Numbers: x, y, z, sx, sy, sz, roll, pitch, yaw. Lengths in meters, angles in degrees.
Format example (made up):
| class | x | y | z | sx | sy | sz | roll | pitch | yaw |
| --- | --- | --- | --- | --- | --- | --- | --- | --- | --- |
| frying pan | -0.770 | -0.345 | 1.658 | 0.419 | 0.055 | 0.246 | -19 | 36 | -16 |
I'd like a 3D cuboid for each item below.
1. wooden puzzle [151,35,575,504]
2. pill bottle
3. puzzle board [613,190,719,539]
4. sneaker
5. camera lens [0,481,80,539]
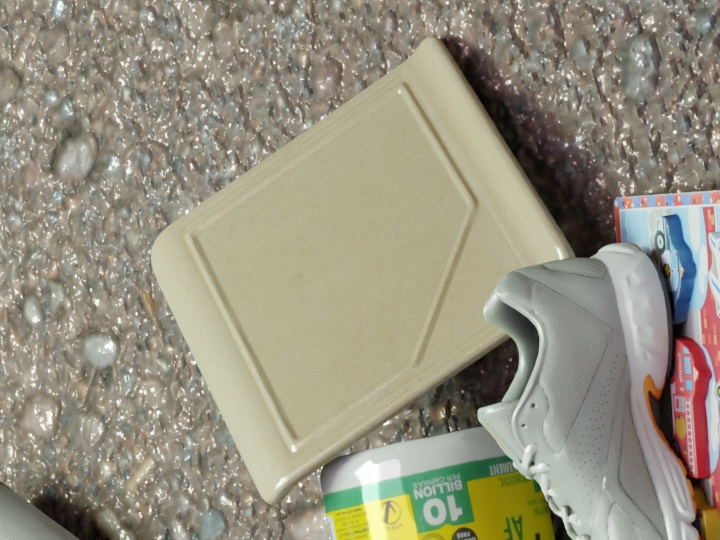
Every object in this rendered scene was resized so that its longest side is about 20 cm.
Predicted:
| class | x | y | z | sx | sy | sz | roll | pitch | yaw |
| --- | --- | --- | --- | --- | --- | --- | --- | --- | --- |
| wooden puzzle | 0.000 | 0.000 | 1.442 | 0.200 | 0.037 | 0.186 | -37 | 50 | 10 |
| pill bottle | 0.051 | 0.184 | 1.419 | 0.112 | 0.112 | 0.202 | -16 | 82 | 43 |
| puzzle board | 0.157 | 0.064 | 1.331 | 0.151 | 0.017 | 0.202 | 179 | 88 | -69 |
| sneaker | 0.101 | 0.091 | 1.334 | 0.076 | 0.091 | 0.202 | 147 | 116 | -70 |
| camera lens | -0.209 | 0.220 | 1.635 | 0.199 | 0.159 | 0.161 | 30 | 113 | 37 |
